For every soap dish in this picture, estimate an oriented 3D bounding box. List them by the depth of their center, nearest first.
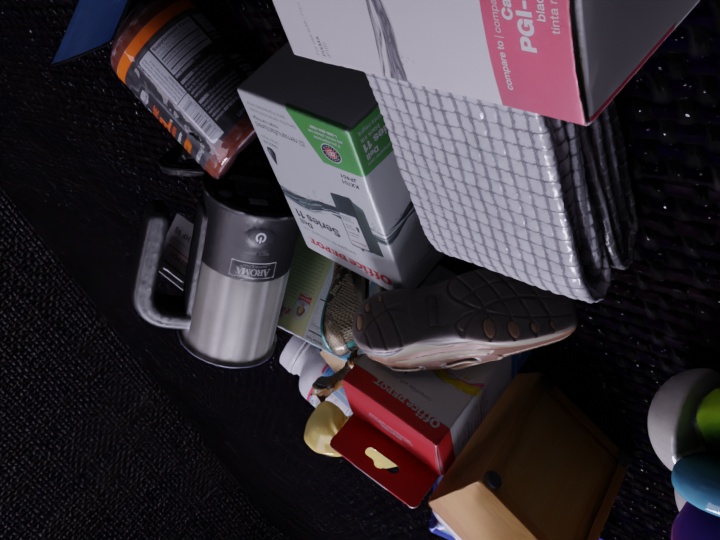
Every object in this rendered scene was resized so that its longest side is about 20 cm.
[{"bbox_3d":[0.172,0.207,0.791,0.157,0.200,0.081,44,134,3],"label":"soap dish"}]

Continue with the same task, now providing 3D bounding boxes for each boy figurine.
[{"bbox_3d":[0.030,0.192,0.935,0.195,0.066,0.125,2,150,26],"label":"boy figurine"}]

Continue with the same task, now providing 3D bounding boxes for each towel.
[{"bbox_3d":[0.098,-0.085,0.560,0.164,0.086,0.202,25,152,43],"label":"towel"}]

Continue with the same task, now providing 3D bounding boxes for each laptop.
[{"bbox_3d":[-0.253,-0.309,0.715,0.185,0.115,0.203,10,131,54],"label":"laptop"}]

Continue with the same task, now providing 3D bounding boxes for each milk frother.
[{"bbox_3d":[-0.158,-0.033,0.918,0.176,0.201,0.192,14,118,-7],"label":"milk frother"}]

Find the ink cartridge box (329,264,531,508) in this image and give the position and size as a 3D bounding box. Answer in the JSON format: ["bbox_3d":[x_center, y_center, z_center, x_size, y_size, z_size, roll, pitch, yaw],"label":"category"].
[{"bbox_3d":[0.065,0.106,0.777,0.115,0.201,0.068,28,153,28],"label":"ink cartridge box"}]

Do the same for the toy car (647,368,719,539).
[{"bbox_3d":[0.286,0.179,0.582,0.173,0.150,0.202,15,143,51],"label":"toy car"}]

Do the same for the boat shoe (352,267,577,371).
[{"bbox_3d":[0.093,0.049,0.723,0.195,0.077,0.072,-4,148,14],"label":"boat shoe"}]

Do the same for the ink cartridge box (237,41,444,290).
[{"bbox_3d":[-0.007,-0.089,0.728,0.145,0.083,0.202,27,152,38],"label":"ink cartridge box"}]

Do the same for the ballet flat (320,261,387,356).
[{"bbox_3d":[0.000,0.000,0.833,0.074,0.203,0.068,-18,130,16],"label":"ballet flat"}]

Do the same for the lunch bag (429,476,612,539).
[{"bbox_3d":[0.195,0.290,0.959,0.148,0.095,0.200,-25,127,28],"label":"lunch bag"}]

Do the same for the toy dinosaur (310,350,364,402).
[{"bbox_3d":[0.034,0.097,0.878,0.060,0.195,0.109,-135,48,-59],"label":"toy dinosaur"}]

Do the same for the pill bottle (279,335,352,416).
[{"bbox_3d":[-0.015,0.161,1.133,0.199,0.109,0.109,40,157,13],"label":"pill bottle"}]

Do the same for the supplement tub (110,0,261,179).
[{"bbox_3d":[-0.174,-0.197,0.809,0.200,0.107,0.107,47,158,-3],"label":"supplement tub"}]

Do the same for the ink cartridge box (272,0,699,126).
[{"bbox_3d":[0.061,-0.164,0.401,0.198,0.147,0.084,25,150,39],"label":"ink cartridge box"}]

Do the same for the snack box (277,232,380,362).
[{"bbox_3d":[-0.054,0.021,0.954,0.198,0.119,0.037,21,177,45],"label":"snack box"}]

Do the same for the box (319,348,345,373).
[{"bbox_3d":[0.069,0.132,0.941,0.162,0.021,0.201,-29,107,30],"label":"box"}]

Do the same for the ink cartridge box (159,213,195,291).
[{"bbox_3d":[-0.181,-0.010,1.066,0.115,0.068,0.199,33,-173,26],"label":"ink cartridge box"}]
